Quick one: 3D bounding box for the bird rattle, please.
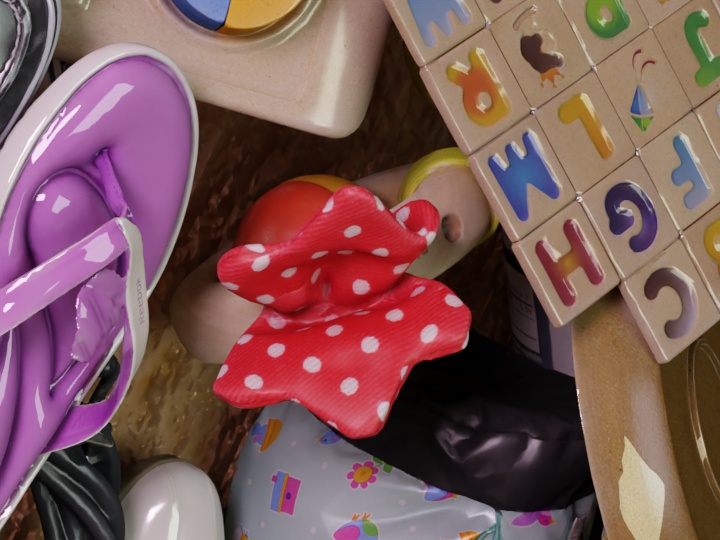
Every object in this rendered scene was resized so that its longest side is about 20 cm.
[{"bbox_3d":[0.000,0.000,0.909,0.113,0.162,0.200,56,47,-16],"label":"bird rattle"}]

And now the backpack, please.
[{"bbox_3d":[0.015,0.126,0.984,0.126,0.167,0.201,0,110,-39],"label":"backpack"}]

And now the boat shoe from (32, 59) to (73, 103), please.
[{"bbox_3d":[-0.038,-0.131,0.884,0.201,0.092,0.075,-58,136,-20],"label":"boat shoe"}]

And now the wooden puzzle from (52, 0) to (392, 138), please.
[{"bbox_3d":[-0.065,-0.157,0.816,0.199,0.046,0.187,16,88,-15],"label":"wooden puzzle"}]

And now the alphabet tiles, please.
[{"bbox_3d":[0.092,-0.078,0.869,0.166,0.006,0.201,-35,101,-35],"label":"alphabet tiles"}]

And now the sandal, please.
[{"bbox_3d":[-0.100,0.026,0.799,0.082,0.050,0.204,24,94,-50],"label":"sandal"}]

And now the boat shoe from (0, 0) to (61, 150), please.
[{"bbox_3d":[-0.164,-0.026,0.751,0.200,0.068,0.072,-42,113,-11],"label":"boat shoe"}]

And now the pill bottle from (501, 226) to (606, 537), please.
[{"bbox_3d":[0.124,0.005,1.082,0.119,0.119,0.201,-29,121,-40],"label":"pill bottle"}]

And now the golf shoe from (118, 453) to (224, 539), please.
[{"bbox_3d":[-0.069,0.172,0.935,0.072,0.092,0.202,-2,100,-47],"label":"golf shoe"}]

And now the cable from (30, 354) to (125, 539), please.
[{"bbox_3d":[-0.168,0.097,0.843,0.199,0.051,0.164,1,107,-44],"label":"cable"}]

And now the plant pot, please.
[{"bbox_3d":[0.124,0.059,0.933,0.200,0.027,0.202,-12,90,-70],"label":"plant pot"}]
